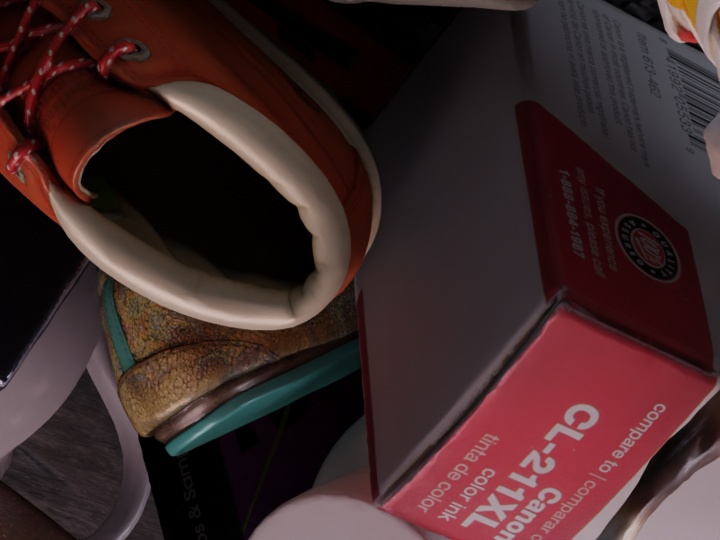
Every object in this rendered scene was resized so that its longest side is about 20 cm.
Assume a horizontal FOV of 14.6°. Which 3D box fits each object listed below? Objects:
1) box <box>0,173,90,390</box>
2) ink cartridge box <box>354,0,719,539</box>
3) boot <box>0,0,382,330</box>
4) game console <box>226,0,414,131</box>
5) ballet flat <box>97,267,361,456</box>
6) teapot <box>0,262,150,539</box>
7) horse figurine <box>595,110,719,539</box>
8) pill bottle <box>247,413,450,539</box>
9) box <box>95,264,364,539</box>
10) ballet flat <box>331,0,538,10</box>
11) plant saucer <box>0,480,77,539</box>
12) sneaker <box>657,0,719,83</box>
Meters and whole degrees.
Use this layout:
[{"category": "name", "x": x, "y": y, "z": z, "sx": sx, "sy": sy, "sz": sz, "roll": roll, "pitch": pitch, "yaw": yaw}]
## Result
[{"category": "box", "x": -0.176, "y": -0.054, "z": 0.796, "sx": 0.196, "sy": 0.118, "sz": 0.200, "roll": 36, "pitch": 160, "yaw": -14}, {"category": "ink cartridge box", "x": 0.103, "y": 0.025, "z": 0.737, "sx": 0.200, "sy": 0.146, "sz": 0.083, "roll": 25, "pitch": 123, "yaw": -22}, {"category": "boot", "x": -0.077, "y": -0.058, "z": 0.661, "sx": 0.200, "sy": 0.075, "sz": 0.107, "roll": 37, "pitch": -169, "yaw": -6}, {"category": "game console", "x": -0.060, "y": -0.060, "z": 0.871, "sx": 0.177, "sy": 0.031, "sz": 0.200, "roll": 2, "pitch": 157, "yaw": 44}, {"category": "ballet flat", "x": 0.000, "y": 0.000, "z": 0.802, "sx": 0.071, "sy": 0.071, "sz": 0.200, "roll": 5, "pitch": -167, "yaw": 38}, {"category": "teapot", "x": -0.199, "y": 0.031, "z": 1.121, "sx": 0.199, "sy": 0.147, "sz": 0.197, "roll": 11, "pitch": 163, "yaw": 20}, {"category": "horse figurine", "x": 0.129, "y": 0.036, "z": 0.524, "sx": 0.200, "sy": 0.133, "sz": 0.050, "roll": 24, "pitch": 178, "yaw": -16}, {"category": "pill bottle", "x": 0.053, "y": 0.078, "z": 0.806, "sx": 0.110, "sy": 0.111, "sz": 0.200, "roll": 7, "pitch": -165, "yaw": 34}, {"category": "box", "x": 0.001, "y": 0.086, "z": 0.860, "sx": 0.036, "sy": 0.201, "sz": 0.143, "roll": -24, "pitch": 164, "yaw": 35}, {"category": "ballet flat", "x": -0.049, "y": -0.103, "z": 0.636, "sx": 0.200, "sy": 0.068, "sz": 0.064, "roll": 29, "pitch": 123, "yaw": -23}, {"category": "plant saucer", "x": -0.118, "y": 0.088, "z": 0.814, "sx": 0.200, "sy": 0.037, "sz": 0.200, "roll": 32, "pitch": 162, "yaw": 12}, {"category": "sneaker", "x": 0.074, "y": -0.073, "z": 0.564, "sx": 0.199, "sy": 0.090, "sz": 0.075, "roll": 9, "pitch": 161, "yaw": 27}]
